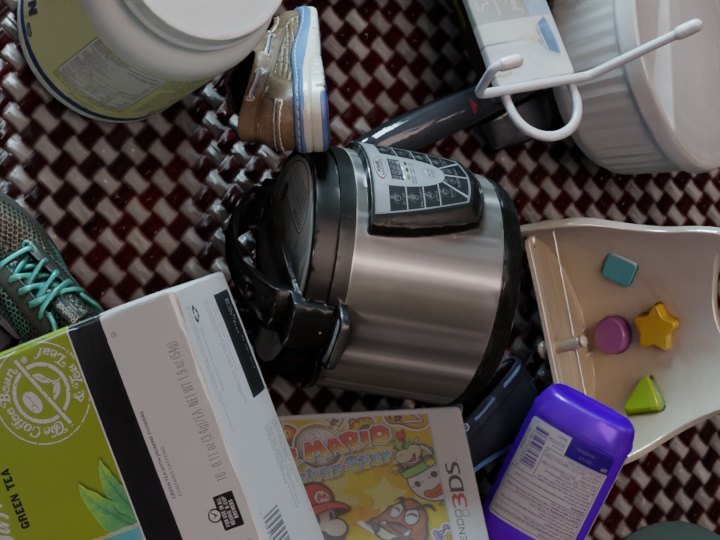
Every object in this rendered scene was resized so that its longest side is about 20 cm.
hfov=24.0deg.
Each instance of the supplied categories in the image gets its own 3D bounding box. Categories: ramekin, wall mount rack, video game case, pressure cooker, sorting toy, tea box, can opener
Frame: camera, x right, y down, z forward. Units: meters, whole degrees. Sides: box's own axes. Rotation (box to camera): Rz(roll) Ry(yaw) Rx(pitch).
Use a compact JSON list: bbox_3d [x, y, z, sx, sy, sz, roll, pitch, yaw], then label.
[{"bbox_3d":[0.229,-0.172,1.394,0.202,0.093,0.205,23,62,-52],"label":"ramekin"},{"bbox_3d":[0.150,-0.205,1.281,0.172,0.075,0.202,-12,71,-20],"label":"wall mount rack"},{"bbox_3d":[-0.010,0.179,1.172,0.197,0.023,0.183,-2,52,-12],"label":"video game case"},{"bbox_3d":[-0.001,0.003,1.223,0.198,0.176,0.181,10,78,-16],"label":"pressure cooker"},{"bbox_3d":[0.231,0.046,1.334,0.106,0.178,0.202,-8,86,-58],"label":"sorting toy"},{"bbox_3d":[-0.151,0.130,1.054,0.195,0.134,0.202,-22,91,11],"label":"tea box"},{"bbox_3d":[0.082,-0.127,1.358,0.199,0.063,0.079,-22,88,-29],"label":"can opener"}]

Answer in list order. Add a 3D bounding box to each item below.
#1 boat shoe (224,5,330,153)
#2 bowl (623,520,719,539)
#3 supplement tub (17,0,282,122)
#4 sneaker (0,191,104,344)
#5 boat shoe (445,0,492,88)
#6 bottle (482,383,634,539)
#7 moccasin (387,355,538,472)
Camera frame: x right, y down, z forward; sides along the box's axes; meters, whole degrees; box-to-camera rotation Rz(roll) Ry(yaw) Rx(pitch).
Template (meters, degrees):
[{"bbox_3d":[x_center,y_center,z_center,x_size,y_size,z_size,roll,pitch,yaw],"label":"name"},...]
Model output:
[{"bbox_3d":[-0.063,-0.144,1.233,0.071,0.200,0.073,-2,113,-4],"label":"boat shoe"},{"bbox_3d":[0.287,0.304,1.376,0.199,0.105,0.203,5,78,-27],"label":"bowl"},{"bbox_3d":[-0.143,-0.192,1.169,0.144,0.199,0.147,5,79,-27],"label":"supplement tub"},{"bbox_3d":[-0.210,0.024,1.160,0.077,0.091,0.201,-39,101,-28],"label":"sneaker"},{"bbox_3d":[0.105,-0.239,1.362,0.075,0.072,0.202,-14,71,-11],"label":"boat shoe"},{"bbox_3d":[0.134,0.190,1.294,0.083,0.065,0.202,27,100,14],"label":"bottle"},{"bbox_3d":[0.058,0.124,1.303,0.199,0.080,0.069,-27,106,-42],"label":"moccasin"}]
